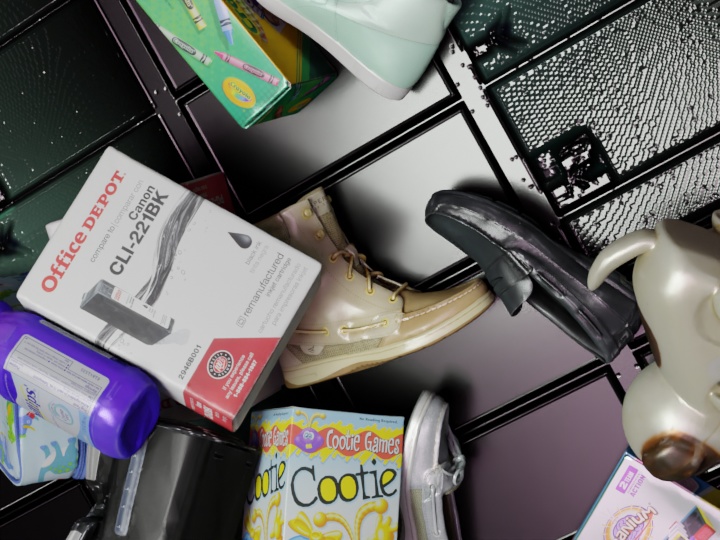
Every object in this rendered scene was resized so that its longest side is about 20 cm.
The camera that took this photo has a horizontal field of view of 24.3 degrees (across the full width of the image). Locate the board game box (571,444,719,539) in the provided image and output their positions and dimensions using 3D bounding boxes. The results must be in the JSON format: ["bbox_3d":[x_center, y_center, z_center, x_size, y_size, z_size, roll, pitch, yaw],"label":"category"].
[{"bbox_3d":[0.272,0.256,1.384,0.200,0.040,0.153,31,109,10],"label":"board game box"}]

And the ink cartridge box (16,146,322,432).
[{"bbox_3d":[-0.151,0.015,1.337,0.200,0.084,0.144,29,77,4],"label":"ink cartridge box"}]

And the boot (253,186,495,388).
[{"bbox_3d":[0.000,0.000,1.407,0.200,0.073,0.156,-20,93,24],"label":"boot"}]

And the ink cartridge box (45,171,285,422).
[{"bbox_3d":[-0.167,0.032,1.459,0.145,0.084,0.200,-15,96,20],"label":"ink cartridge box"}]

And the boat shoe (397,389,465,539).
[{"bbox_3d":[0.067,0.198,1.426,0.065,0.074,0.202,4,106,11],"label":"boat shoe"}]

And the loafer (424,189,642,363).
[{"bbox_3d":[0.135,0.003,1.356,0.200,0.068,0.070,31,73,7],"label":"loafer"}]

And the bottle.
[{"bbox_3d":[-0.254,0.074,1.308,0.200,0.084,0.065,26,65,15],"label":"bottle"}]

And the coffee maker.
[{"bbox_3d":[-0.151,0.226,1.361,0.192,0.135,0.200,13,82,5],"label":"coffee maker"}]

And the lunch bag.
[{"bbox_3d":[-0.294,0.095,1.464,0.082,0.200,0.161,-6,104,-26],"label":"lunch bag"}]

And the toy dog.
[{"bbox_3d":[0.265,0.068,1.288,0.194,0.140,0.200,2,116,-14],"label":"toy dog"}]

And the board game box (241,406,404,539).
[{"bbox_3d":[-0.034,0.218,1.391,0.105,0.103,0.200,7,80,-22],"label":"board game box"}]

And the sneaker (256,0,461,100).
[{"bbox_3d":[-0.011,-0.244,1.357,0.200,0.074,0.118,37,116,-2],"label":"sneaker"}]

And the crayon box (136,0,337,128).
[{"bbox_3d":[-0.118,-0.214,1.375,0.058,0.119,0.200,-40,87,21],"label":"crayon box"}]
